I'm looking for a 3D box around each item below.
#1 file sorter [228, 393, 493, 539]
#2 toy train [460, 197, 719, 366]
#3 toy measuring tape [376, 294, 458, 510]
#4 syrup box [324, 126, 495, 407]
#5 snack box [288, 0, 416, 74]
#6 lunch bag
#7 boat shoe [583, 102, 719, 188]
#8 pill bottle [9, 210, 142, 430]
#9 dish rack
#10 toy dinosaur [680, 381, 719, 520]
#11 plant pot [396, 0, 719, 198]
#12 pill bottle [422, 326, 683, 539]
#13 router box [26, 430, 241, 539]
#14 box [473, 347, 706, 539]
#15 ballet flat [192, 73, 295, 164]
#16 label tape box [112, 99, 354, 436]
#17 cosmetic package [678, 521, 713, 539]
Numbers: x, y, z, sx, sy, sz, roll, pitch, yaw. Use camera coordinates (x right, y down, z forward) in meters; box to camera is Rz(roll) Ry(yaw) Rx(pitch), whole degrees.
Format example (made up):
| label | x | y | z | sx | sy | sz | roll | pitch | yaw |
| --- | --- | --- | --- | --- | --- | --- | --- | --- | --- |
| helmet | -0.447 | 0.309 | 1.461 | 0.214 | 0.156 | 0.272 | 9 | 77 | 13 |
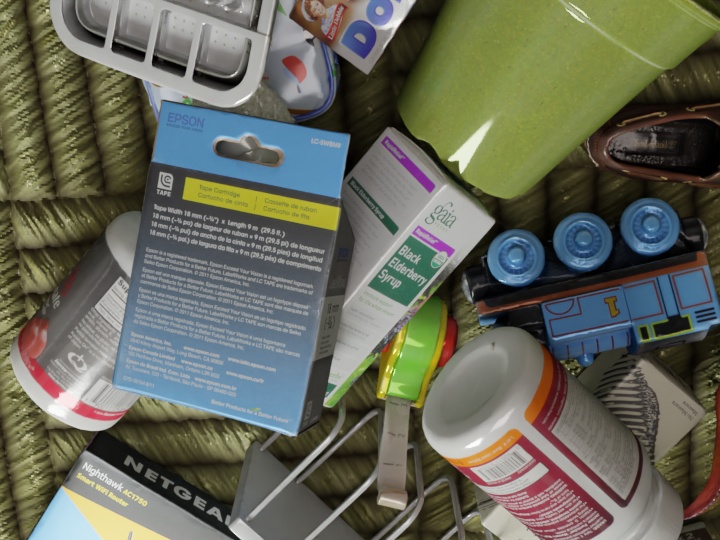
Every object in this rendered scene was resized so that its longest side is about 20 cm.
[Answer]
| label | x | y | z | sx | sy | sz | roll | pitch | yaw |
| --- | --- | --- | --- | --- | --- | --- | --- | --- | --- |
| file sorter | 0.008 | 0.208 | 0.822 | 0.124 | 0.139 | 0.200 | -43 | 101 | 11 |
| toy train | 0.182 | 0.017 | 0.769 | 0.197 | 0.087 | 0.116 | -13 | 77 | 5 |
| toy measuring tape | 0.039 | 0.081 | 0.760 | 0.073 | 0.202 | 0.074 | 5 | 143 | 4 |
| syrup box | 0.000 | 0.000 | 0.737 | 0.200 | 0.082 | 0.078 | -48 | 143 | 11 |
| snack box | 0.028 | -0.230 | 0.639 | 0.072 | 0.024 | 0.201 | 34 | 126 | -4 |
| lunch bag | -0.096 | -0.196 | 0.736 | 0.158 | 0.076 | 0.202 | -14 | 105 | 3 |
| boat shoe | 0.276 | -0.096 | 0.757 | 0.197 | 0.070 | 0.071 | -2 | 106 | 1 |
| pill bottle | -0.182 | 0.024 | 0.784 | 0.111 | 0.111 | 0.200 | 41 | 104 | -10 |
| dish rack | -0.116 | -0.224 | 0.634 | 0.170 | 0.043 | 0.202 | 22 | 115 | 17 |
| toy dinosaur | 0.315 | 0.073 | 0.766 | 0.198 | 0.105 | 0.183 | -15 | 66 | -11 |
| plant pot | 0.125 | -0.160 | 0.694 | 0.199 | 0.201 | 0.191 | 34 | 116 | -8 |
| pill bottle | 0.149 | 0.142 | 0.732 | 0.109 | 0.110 | 0.200 | -43 | 112 | 13 |
| router box | -0.196 | 0.261 | 0.887 | 0.199 | 0.051 | 0.150 | 33 | 104 | -8 |
| box | 0.193 | 0.156 | 0.835 | 0.082 | 0.068 | 0.201 | 37 | 104 | -11 |
| ballet flat | -0.068 | -0.063 | 0.731 | 0.071 | 0.072 | 0.201 | -16 | 140 | 6 |
| label tape box | -0.082 | -0.003 | 0.675 | 0.142 | 0.063 | 0.203 | 12 | 94 | 15 |
| cosmetic package | 0.264 | 0.363 | 0.846 | 0.163 | 0.165 | 0.202 | -17 | 106 | 6 |
